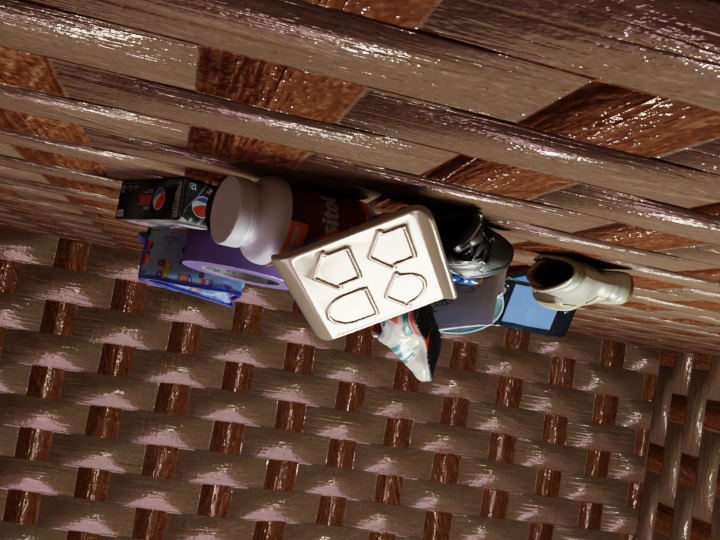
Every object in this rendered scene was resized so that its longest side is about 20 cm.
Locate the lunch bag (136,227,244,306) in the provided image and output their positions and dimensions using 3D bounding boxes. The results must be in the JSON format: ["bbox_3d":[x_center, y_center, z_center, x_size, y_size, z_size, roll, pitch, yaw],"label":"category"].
[{"bbox_3d":[-0.303,-0.037,1.387,0.198,0.152,0.094,15,160,-18],"label":"lunch bag"}]

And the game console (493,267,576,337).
[{"bbox_3d":[0.364,0.066,1.514,0.198,0.174,0.119,11,-159,-15],"label":"game console"}]

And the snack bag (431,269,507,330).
[{"bbox_3d":[0.156,0.048,1.325,0.187,0.022,0.201,-9,-151,21],"label":"snack bag"}]

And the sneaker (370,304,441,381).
[{"bbox_3d":[0.069,0.103,1.215,0.092,0.071,0.201,8,145,21],"label":"sneaker"}]

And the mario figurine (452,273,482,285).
[{"bbox_3d":[0.100,-0.026,1.172,0.198,0.125,0.106,0,-156,-25],"label":"mario figurine"}]

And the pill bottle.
[{"bbox_3d":[-0.084,-0.055,0.983,0.199,0.114,0.113,12,175,-34],"label":"pill bottle"}]

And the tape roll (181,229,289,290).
[{"bbox_3d":[-0.187,-0.031,1.264,0.198,0.086,0.200,11,171,2],"label":"tape roll"}]

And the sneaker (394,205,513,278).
[{"bbox_3d":[0.145,-0.032,1.007,0.198,0.077,0.114,19,177,-33],"label":"sneaker"}]

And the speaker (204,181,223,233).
[{"bbox_3d":[-0.125,-0.068,1.122,0.081,0.082,0.199,6,173,40],"label":"speaker"}]

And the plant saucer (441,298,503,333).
[{"bbox_3d":[0.180,0.051,1.500,0.198,0.036,0.201,5,141,4],"label":"plant saucer"}]

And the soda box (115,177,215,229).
[{"bbox_3d":[-0.298,-0.101,1.184,0.070,0.064,0.199,14,174,-43],"label":"soda box"}]

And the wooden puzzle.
[{"bbox_3d":[0.008,0.000,0.961,0.198,0.047,0.186,-17,140,7],"label":"wooden puzzle"}]

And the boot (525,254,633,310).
[{"bbox_3d":[0.327,0.020,1.277,0.153,0.073,0.199,12,170,-32],"label":"boot"}]
